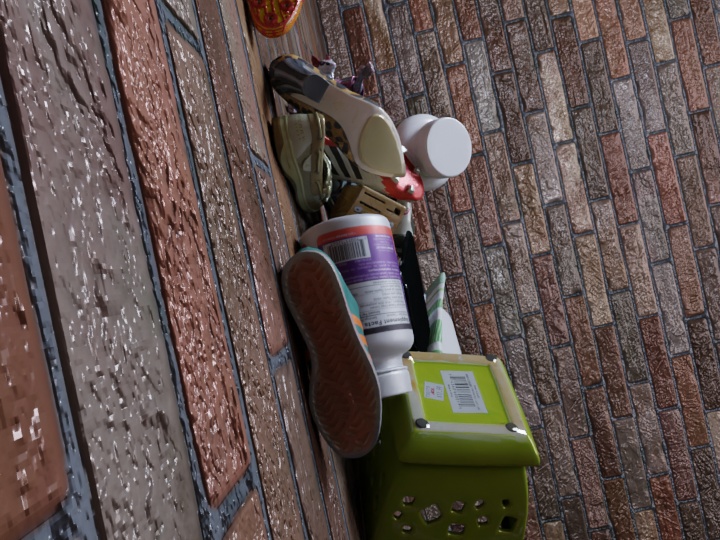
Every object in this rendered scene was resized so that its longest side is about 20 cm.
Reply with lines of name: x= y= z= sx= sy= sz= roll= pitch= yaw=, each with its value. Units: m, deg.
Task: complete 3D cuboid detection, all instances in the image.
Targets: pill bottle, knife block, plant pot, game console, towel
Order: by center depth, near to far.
pill bottle: x=0.000 y=0.047 z=0.781 sx=0.111 sy=0.109 sz=0.204 roll=61 pitch=17 yaw=-79
plant pot: x=0.107 y=0.218 z=0.851 sx=0.201 sy=0.195 sz=0.184 roll=-99 pitch=-164 yaw=-57
knife block: x=-0.001 y=-0.086 z=0.945 sx=0.201 sy=0.063 sz=0.177 roll=-53 pitch=-162 yaw=46
game console: x=0.032 y=0.078 z=0.950 sx=0.117 sy=0.173 sz=0.202 roll=-126 pitch=-164 yaw=-51
pill bottle: x=0.074 y=-0.174 z=1.025 sx=0.199 sy=0.110 sz=0.113 roll=2 pitch=-72 yaw=60
towel: x=0.098 y=0.116 z=1.132 sx=0.153 sy=0.023 sz=0.201 roll=-56 pitch=-168 yaw=35

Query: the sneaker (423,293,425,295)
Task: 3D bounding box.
sneaker: x=0.043 y=0.126 z=1.096 sx=0.116 sy=0.079 sz=0.201 roll=-76 pitch=-170 yaw=-62

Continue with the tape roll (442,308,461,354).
tape roll: x=0.104 y=0.180 z=1.367 sx=0.140 sy=0.199 sz=0.205 roll=-100 pitch=176 yaw=-49

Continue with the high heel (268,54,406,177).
high heel: x=-0.027 y=-0.194 z=0.853 sx=0.199 sy=0.072 sz=0.142 roll=38 pitch=3 yaw=-37

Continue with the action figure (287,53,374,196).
action figure: x=-0.035 y=-0.230 z=1.025 sx=0.149 sy=0.131 sz=0.204 roll=66 pitch=15 yaw=-79

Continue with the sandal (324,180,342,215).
sandal: x=-0.056 y=-0.183 z=1.134 sx=0.080 sy=0.056 sz=0.205 roll=66 pitch=12 yaw=-77

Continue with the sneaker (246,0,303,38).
sneaker: x=-0.102 y=-0.339 z=0.821 sx=0.078 sy=0.072 sz=0.203 roll=90 pitch=-5 yaw=-52

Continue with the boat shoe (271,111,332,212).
boat shoe: x=-0.058 y=-0.130 z=0.838 sx=0.201 sy=0.062 sz=0.074 roll=69 pitch=9 yaw=-68

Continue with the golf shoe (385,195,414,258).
golf shoe: x=0.040 y=-0.084 z=1.062 sx=0.200 sy=0.076 sz=0.090 roll=-137 pitch=-125 yaw=-64

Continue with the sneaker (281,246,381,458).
sneaker: x=-0.021 y=0.074 z=0.655 sx=0.080 sy=0.070 sz=0.204 roll=-53 pitch=130 yaw=-80

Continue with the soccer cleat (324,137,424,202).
soccer cleat: x=-0.002 y=-0.148 z=0.928 sx=0.085 sy=0.198 sz=0.070 roll=-36 pitch=-148 yaw=52

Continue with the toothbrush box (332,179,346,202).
toothbrush box: x=-0.024 y=-0.203 z=1.285 sx=0.147 sy=0.084 sz=0.203 roll=-123 pitch=-163 yaw=-55
